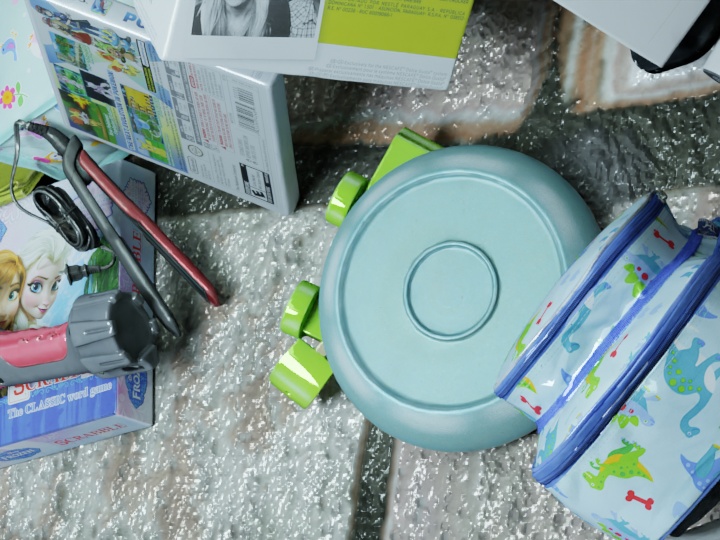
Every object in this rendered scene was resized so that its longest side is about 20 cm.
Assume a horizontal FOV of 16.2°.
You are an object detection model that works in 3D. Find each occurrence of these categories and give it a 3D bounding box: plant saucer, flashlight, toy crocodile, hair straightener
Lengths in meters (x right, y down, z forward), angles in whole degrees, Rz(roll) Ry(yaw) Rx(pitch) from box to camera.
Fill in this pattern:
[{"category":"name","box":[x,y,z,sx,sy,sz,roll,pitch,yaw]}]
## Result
[{"category":"plant saucer","box":[0.061,0.015,1.611,0.199,0.027,0.201,-5,77,21]},{"category":"flashlight","box":[-0.237,0.049,1.807,0.200,0.068,0.068,-12,72,37]},{"category":"toy crocodile","box":[0.000,0.000,1.691,0.067,0.062,0.201,24,88,9]},{"category":"hair straightener","box":[-0.191,-0.027,1.804,0.077,0.041,0.200,-41,80,-8]}]

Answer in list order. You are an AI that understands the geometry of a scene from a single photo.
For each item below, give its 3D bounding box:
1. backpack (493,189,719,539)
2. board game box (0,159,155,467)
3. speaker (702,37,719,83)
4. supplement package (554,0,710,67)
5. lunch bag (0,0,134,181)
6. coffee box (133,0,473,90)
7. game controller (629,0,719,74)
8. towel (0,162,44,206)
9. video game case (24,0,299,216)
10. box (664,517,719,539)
[{"category":"backpack","box":[0.163,0.057,1.408,0.147,0.200,0.183,37,102,-1]},{"category":"board game box","box":[-0.239,0.038,1.886,0.200,0.041,0.200,-18,63,34]},{"category":"speaker","box":[0.287,-0.186,1.502,0.081,0.081,0.200,35,97,42]},{"category":"supplement package","box":[0.121,-0.233,1.489,0.121,0.200,0.120,-55,25,15]},{"category":"lunch bag","box":[-0.188,-0.185,1.876,0.200,0.122,0.171,-34,54,33]},{"category":"coffee box","box":[-0.035,-0.254,1.626,0.200,0.199,0.198,-119,40,-55]},{"category":"game controller","box":[0.224,-0.216,1.564,0.104,0.042,0.201,0,66,63]},{"category":"towel","box":[-0.316,-0.064,1.978,0.200,0.018,0.086,-16,31,36]},{"category":"video game case","box":[-0.131,-0.117,1.708,0.182,0.200,0.022,22,70,11]},{"category":"box","box":[0.238,0.236,1.372,0.124,0.097,0.201,-24,59,31]}]
